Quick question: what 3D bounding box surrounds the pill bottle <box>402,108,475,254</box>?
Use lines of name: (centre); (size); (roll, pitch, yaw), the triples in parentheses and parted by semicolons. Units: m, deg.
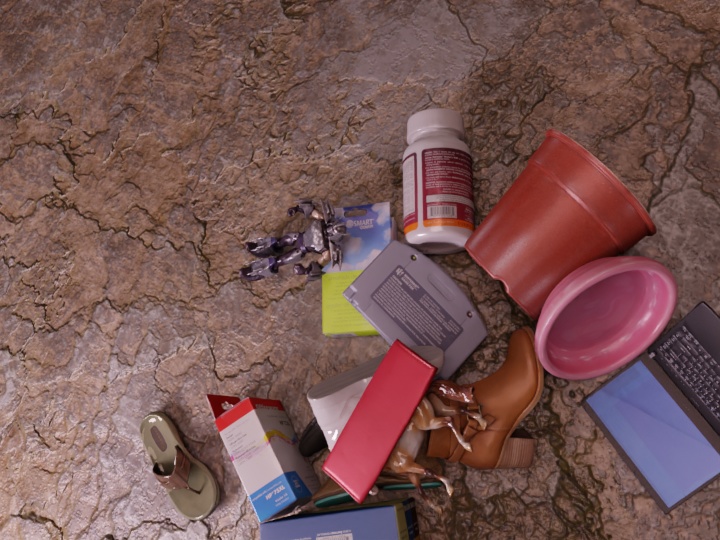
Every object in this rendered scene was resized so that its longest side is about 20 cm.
pill bottle: (0.118, -0.135, 0.992); (0.108, 0.110, 0.204); (-4, 76, 15)

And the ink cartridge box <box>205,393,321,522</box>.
ink cartridge box: (-0.143, 0.260, 0.967); (0.067, 0.116, 0.202); (-33, 70, 7)

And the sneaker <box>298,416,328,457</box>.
sneaker: (-0.005, 0.226, 0.962); (0.199, 0.076, 0.091); (-37, 78, 9)

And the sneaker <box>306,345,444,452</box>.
sneaker: (0.035, 0.187, 0.906); (0.197, 0.074, 0.117); (-20, 104, -4)

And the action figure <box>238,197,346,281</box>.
action figure: (-0.099, -0.039, 1.019); (0.198, 0.069, 0.132); (-19, 63, 31)

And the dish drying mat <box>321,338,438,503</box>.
dish drying mat: (0.025, 0.195, 0.842); (0.076, 0.018, 0.202); (32, 97, 30)

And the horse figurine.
horse figurine: (0.081, 0.221, 0.846); (0.131, 0.050, 0.203); (29, 100, 19)

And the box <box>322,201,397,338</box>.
box: (0.000, 0.000, 1.026); (0.120, 0.048, 0.204); (-5, 75, 14)

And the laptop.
laptop: (0.411, 0.177, 0.820); (0.102, 0.201, 0.178); (-22, 63, -26)

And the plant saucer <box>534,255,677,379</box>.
plant saucer: (0.316, 0.058, 0.854); (0.199, 0.201, 0.051); (-32, 41, 6)

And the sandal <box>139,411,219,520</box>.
sandal: (-0.301, 0.314, 1.032); (0.080, 0.057, 0.201); (-45, 69, 2)

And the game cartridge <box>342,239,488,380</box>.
game cartridge: (0.086, 0.058, 0.958); (0.133, 0.041, 0.200); (-45, 88, -4)

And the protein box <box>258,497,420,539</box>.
protein box: (-0.016, 0.431, 0.877); (0.195, 0.135, 0.204); (-12, 73, 13)

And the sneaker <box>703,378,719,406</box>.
sneaker: (0.527, 0.095, 0.835); (0.200, 0.073, 0.115); (-41, 66, 4)

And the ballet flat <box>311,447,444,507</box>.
ballet flat: (0.022, 0.291, 0.941); (0.197, 0.068, 0.073); (-14, 63, 11)

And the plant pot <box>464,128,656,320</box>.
plant pot: (0.260, -0.052, 0.895); (0.195, 0.200, 0.201); (-45, 69, 10)

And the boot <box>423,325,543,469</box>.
boot: (0.167, 0.172, 0.902); (0.152, 0.077, 0.204); (7, 91, -4)
